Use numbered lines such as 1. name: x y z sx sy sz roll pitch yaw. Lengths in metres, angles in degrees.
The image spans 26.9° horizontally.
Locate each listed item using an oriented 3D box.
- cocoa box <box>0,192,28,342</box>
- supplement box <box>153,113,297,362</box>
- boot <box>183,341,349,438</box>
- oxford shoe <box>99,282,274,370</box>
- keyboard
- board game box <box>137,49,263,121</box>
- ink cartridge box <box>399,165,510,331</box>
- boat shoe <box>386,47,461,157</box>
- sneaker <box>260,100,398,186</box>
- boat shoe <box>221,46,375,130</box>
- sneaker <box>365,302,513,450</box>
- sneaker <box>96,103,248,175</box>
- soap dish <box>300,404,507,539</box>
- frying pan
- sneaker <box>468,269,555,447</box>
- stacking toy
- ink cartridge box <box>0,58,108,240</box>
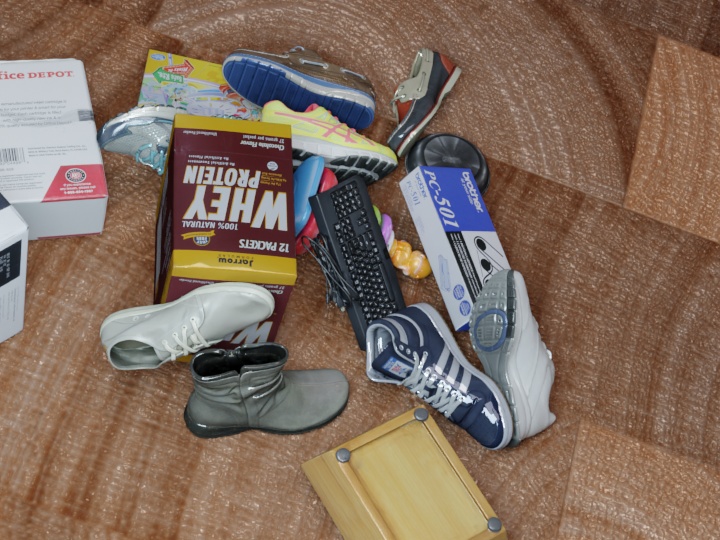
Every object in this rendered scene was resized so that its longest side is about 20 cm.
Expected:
1. cocoa box: -0.437 -0.005 1.570 0.133 0.201 0.131 -32 70 -31
2. supplement box: -0.154 -0.030 1.670 0.131 0.198 0.202 4 56 -13
3. boot: -0.092 0.123 1.626 0.198 0.131 0.068 -8 60 -21
4. oxford shoe: -0.181 0.062 1.569 0.198 0.075 0.058 -14 46 14
5. keyboard: 0.000 0.000 1.725 0.104 0.039 0.202 -28 106 -29
6. board game box: -0.177 -0.194 1.875 0.198 0.034 0.136 11 55 -9
7. ink cartridge box: 0.123 -0.028 1.810 0.093 0.044 0.202 -1 63 -43
8. boat shoe: 0.070 -0.218 1.934 0.062 0.071 0.201 36 45 -6
9. sneaker: -0.038 -0.161 1.839 0.198 0.078 0.091 12 58 -34
10. boat shoe: -0.076 -0.235 1.874 0.198 0.072 0.073 19 48 -15
11. sneaker: 0.081 0.126 1.692 0.108 0.070 0.201 -9 55 -47
12. sneaker: -0.208 -0.138 1.752 0.198 0.078 0.087 1 70 -28
13. soap dish: 0.052 0.251 1.613 0.156 0.081 0.201 -22 67 -28
14. frying pan: 0.101 -0.107 1.904 0.114 0.031 0.191 24 51 2
15. sneaker: 0.179 0.097 1.728 0.086 0.074 0.202 -11 101 -38
16. stacking toy: -0.001 -0.042 1.794 0.198 0.116 0.111 24 55 -13
17. ink cartridge box: -0.381 -0.141 1.750 0.143 0.084 0.202 -5 60 -18
